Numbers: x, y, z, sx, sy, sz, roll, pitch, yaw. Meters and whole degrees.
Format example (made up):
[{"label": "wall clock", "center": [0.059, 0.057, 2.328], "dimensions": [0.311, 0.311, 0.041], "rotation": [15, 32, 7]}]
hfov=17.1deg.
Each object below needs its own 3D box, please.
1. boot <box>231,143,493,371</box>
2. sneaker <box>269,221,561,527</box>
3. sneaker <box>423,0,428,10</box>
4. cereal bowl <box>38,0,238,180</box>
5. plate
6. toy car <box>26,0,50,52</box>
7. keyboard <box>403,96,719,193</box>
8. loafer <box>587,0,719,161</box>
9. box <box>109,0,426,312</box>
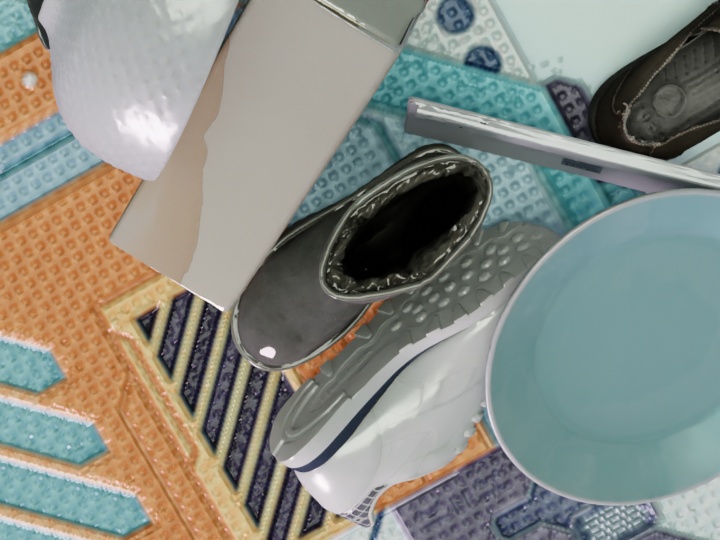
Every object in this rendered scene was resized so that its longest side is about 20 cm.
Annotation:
[{"label": "boot", "center": [-0.002, -0.001, 1.244], "dimensions": [0.073, 0.200, 0.182], "rotation": [44, 98, -8]}, {"label": "sneaker", "center": [0.044, 0.055, 1.327], "dimensions": [0.200, 0.076, 0.081], "rotation": [-41, 112, 9]}, {"label": "sneaker", "center": [-0.024, -0.219, 1.282], "dimensions": [0.085, 0.077, 0.200], "rotation": [-34, 103, -13]}, {"label": "cereal bowl", "center": [-0.101, -0.150, 1.161], "dimensions": [0.083, 0.200, 0.201], "rotation": [22, 100, -8]}, {"label": "plate", "center": [0.159, 0.040, 1.311], "dimensions": [0.199, 0.026, 0.201], "rotation": [-9, 122, -14]}, {"label": "toy car", "center": [-0.162, -0.216, 1.244], "dimensions": [0.164, 0.158, 0.200], "rotation": [-31, 112, -7]}, {"label": "keyboard", "center": [0.121, -0.061, 1.301], "dimensions": [0.199, 0.056, 0.011], "rotation": [14, 82, 2]}, {"label": "loafer", "center": [0.214, -0.118, 1.286], "dimensions": [0.200, 0.071, 0.073], "rotation": [-39, 98, 7]}, {"label": "box", "center": [-0.046, -0.085, 1.244], "dimensions": [0.078, 0.095, 0.200], "rotation": [31, 126, -5]}]
